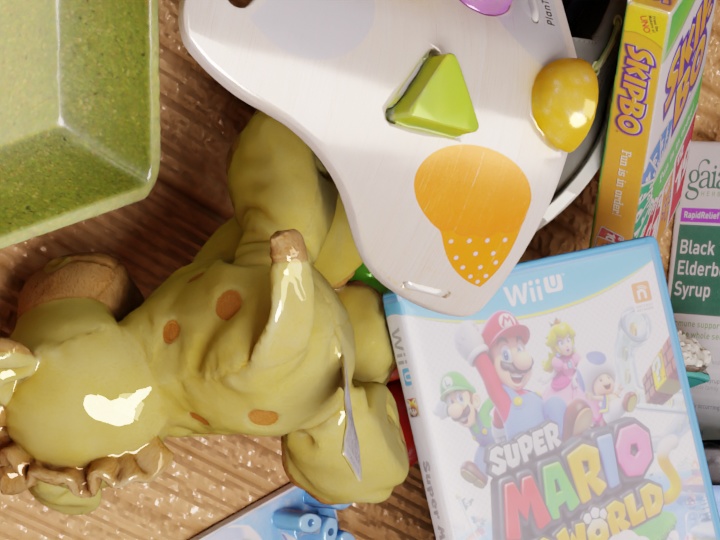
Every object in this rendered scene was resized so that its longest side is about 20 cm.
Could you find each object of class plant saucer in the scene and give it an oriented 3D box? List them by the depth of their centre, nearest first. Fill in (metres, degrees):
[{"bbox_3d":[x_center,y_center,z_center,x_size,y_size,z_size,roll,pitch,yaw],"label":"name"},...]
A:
[{"bbox_3d":[-0.169,-0.102,1.115,0.200,0.048,0.200,-22,123,-41],"label":"plant saucer"}]

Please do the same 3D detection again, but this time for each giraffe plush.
[{"bbox_3d":[-0.078,0.039,1.175,0.200,0.162,0.173,-83,158,-65],"label":"giraffe plush"}]

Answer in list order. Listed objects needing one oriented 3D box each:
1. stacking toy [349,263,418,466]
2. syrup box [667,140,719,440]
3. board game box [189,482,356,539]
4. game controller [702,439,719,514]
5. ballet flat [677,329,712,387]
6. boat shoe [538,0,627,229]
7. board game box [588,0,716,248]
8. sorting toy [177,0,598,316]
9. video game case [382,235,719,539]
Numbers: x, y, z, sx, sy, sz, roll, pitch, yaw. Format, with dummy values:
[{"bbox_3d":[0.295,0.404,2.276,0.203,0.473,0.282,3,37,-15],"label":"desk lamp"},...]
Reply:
[{"bbox_3d":[0.000,0.000,1.300,0.085,0.085,0.200,-16,111,-42],"label":"stacking toy"},{"bbox_3d":[0.213,0.033,1.499,0.081,0.079,0.200,8,87,-44],"label":"syrup box"},{"bbox_3d":[-0.058,0.221,1.287,0.200,0.026,0.200,-27,112,-40],"label":"board game box"},{"bbox_3d":[0.186,0.136,1.421,0.042,0.200,0.104,-18,108,-81],"label":"game controller"},{"bbox_3d":[0.102,0.037,1.401,0.200,0.072,0.072,-5,97,-44],"label":"ballet flat"},{"bbox_3d":[0.095,-0.098,1.382,0.060,0.072,0.202,53,52,-32],"label":"boat shoe"},{"bbox_3d":[0.143,-0.085,1.358,0.096,0.030,0.200,-57,156,-45],"label":"board game box"},{"bbox_3d":[-0.009,-0.109,1.143,0.180,0.107,0.200,21,42,-35],"label":"sorting toy"},{"bbox_3d":[0.094,0.094,1.253,0.143,0.018,0.200,-12,88,-30],"label":"video game case"}]
